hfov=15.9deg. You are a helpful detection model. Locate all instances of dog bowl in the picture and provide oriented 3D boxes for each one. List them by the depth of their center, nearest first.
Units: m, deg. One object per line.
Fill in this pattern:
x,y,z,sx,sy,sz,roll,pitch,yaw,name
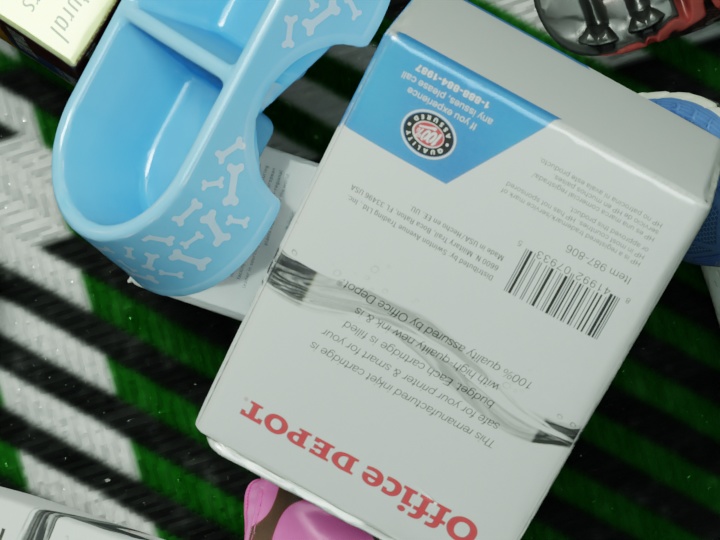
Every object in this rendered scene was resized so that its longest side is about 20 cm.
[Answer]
-0.062,-0.089,1.091,0.111,0.049,0.201,34,96,44,dog bowl

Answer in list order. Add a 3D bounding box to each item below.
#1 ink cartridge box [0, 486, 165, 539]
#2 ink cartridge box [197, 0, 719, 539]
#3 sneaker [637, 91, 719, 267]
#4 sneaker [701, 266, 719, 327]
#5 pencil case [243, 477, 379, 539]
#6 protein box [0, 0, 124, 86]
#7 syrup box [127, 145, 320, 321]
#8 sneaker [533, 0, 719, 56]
-0.123,0.184,1.133,0.199,0.084,0.146,13,84,35,ink cartridge box
0.040,0.008,1.074,0.144,0.084,0.201,29,115,2,ink cartridge box
0.094,-0.043,1.147,0.199,0.089,0.079,23,125,39,sneaker
0.199,0.017,1.198,0.073,0.080,0.202,-13,102,-8,sneaker
-0.032,0.186,1.177,0.093,0.091,0.202,15,84,0,pencil case
-0.151,-0.218,1.181,0.199,0.135,0.199,33,87,3,protein box
0.000,0.000,1.190,0.198,0.081,0.079,18,89,3,syrup box
0.177,-0.154,1.186,0.199,0.098,0.071,-17,95,10,sneaker
